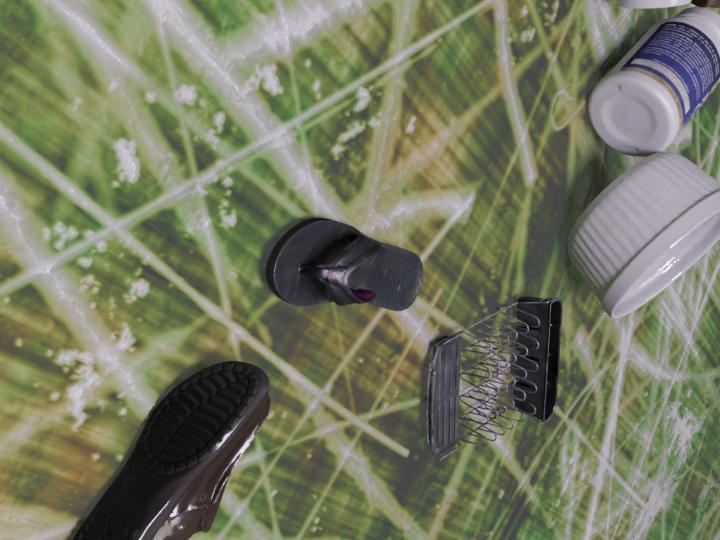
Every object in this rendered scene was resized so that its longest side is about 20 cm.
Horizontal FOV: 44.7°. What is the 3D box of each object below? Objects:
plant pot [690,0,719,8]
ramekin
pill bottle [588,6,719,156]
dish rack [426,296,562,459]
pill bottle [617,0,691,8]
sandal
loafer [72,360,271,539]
[{"bbox_3d":[0.423,-0.384,1.051,0.093,0.201,0.201,-38,137,8],"label":"plant pot"},{"bbox_3d":[0.340,-0.048,1.039,0.200,0.105,0.200,-33,158,-15],"label":"ramekin"},{"bbox_3d":[0.371,-0.236,1.064,0.200,0.111,0.111,-45,132,-29],"label":"pill bottle"},{"bbox_3d":[0.147,0.120,0.965,0.199,0.054,0.154,-20,116,-43],"label":"dish rack"},{"bbox_3d":[0.326,-0.397,0.963,0.112,0.112,0.201,-27,122,-41],"label":"pill bottle"},{"bbox_3d":[0.001,-0.001,0.764,0.200,0.048,0.076,6,97,-50],"label":"sandal"},{"bbox_3d":[-0.134,0.156,0.653,0.200,0.073,0.071,-51,141,-14],"label":"loafer"}]
